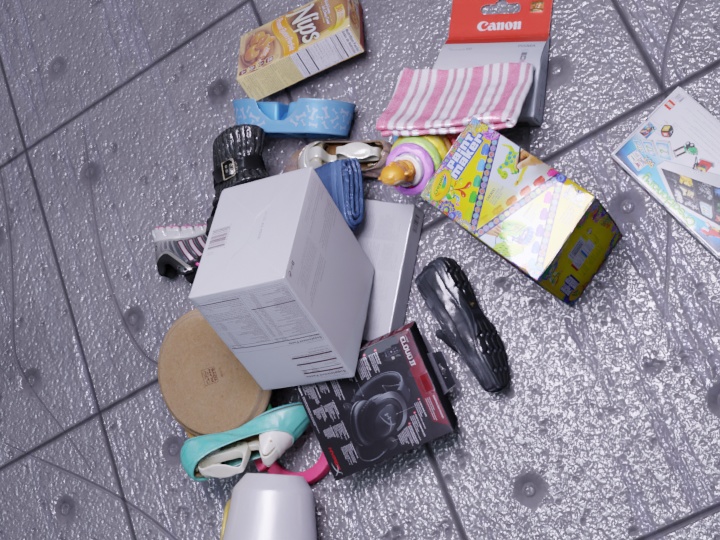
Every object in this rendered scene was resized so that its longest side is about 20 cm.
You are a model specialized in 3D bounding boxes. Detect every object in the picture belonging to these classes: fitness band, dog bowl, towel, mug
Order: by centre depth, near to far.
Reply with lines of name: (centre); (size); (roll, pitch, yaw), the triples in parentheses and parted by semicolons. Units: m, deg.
towel: (0.129, -0.235, 1.376); (0.196, 0.030, 0.147); (-1, 41, 22)
mug: (-0.140, 0.359, 1.397); (0.183, 0.149, 0.156); (-2, 77, 22)
towel: (-0.076, -0.081, 1.468); (0.198, 0.048, 0.114); (-20, 64, 37)
fitness band: (-0.104, 0.213, 1.478); (0.142, 0.037, 0.202); (-30, 70, 13)
dog bowl: (-0.102, -0.228, 1.532); (0.197, 0.111, 0.051); (3, 93, 24)

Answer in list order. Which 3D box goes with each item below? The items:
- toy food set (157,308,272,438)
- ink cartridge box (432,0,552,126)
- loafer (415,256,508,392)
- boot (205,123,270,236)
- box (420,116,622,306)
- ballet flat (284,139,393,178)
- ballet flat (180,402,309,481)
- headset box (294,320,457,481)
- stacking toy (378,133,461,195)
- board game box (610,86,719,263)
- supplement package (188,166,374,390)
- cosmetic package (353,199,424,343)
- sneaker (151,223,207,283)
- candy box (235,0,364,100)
toy food set: (-0.205, 0.150, 1.466); (0.197, 0.049, 0.202); (-37, 79, 20)
ink cartridge box: (0.186, -0.308, 1.452); (0.160, 0.057, 0.204); (3, 85, 25)
loafer: (0.138, 0.079, 1.385); (0.070, 0.068, 0.203); (-39, 68, 32)
boot: (-0.142, -0.136, 1.457); (0.208, 0.079, 0.161); (-8, 67, 35)
box: (0.211, -0.071, 1.305); (0.192, 0.199, 0.123); (38, 96, 26)
ballet flat: (-0.035, -0.169, 1.509); (0.196, 0.067, 0.069); (-4, 77, 23)
ballet flat: (-0.153, 0.248, 1.412); (0.197, 0.068, 0.071); (-18, 46, 0)
headset box: (0.029, 0.171, 1.371); (0.197, 0.077, 0.151); (-25, 91, 10)
stacking toy: (0.074, -0.144, 1.370); (0.114, 0.200, 0.112); (-7, 105, 24)
board game box: (0.437, -0.125, 1.308); (0.126, 0.035, 0.201); (-44, 65, 9)
supplement package: (-0.096, 0.014, 1.331); (0.145, 0.201, 0.193); (-11, 44, 24)
cosmetic package: (0.000, 0.000, 1.466); (0.148, 0.052, 0.204); (9, 82, 24)
sneaker: (-0.239, -0.024, 1.568); (0.196, 0.073, 0.089); (-1, 82, 25)
candy box: (-0.092, -0.348, 1.556); (0.197, 0.055, 0.117); (-21, 44, 19)
